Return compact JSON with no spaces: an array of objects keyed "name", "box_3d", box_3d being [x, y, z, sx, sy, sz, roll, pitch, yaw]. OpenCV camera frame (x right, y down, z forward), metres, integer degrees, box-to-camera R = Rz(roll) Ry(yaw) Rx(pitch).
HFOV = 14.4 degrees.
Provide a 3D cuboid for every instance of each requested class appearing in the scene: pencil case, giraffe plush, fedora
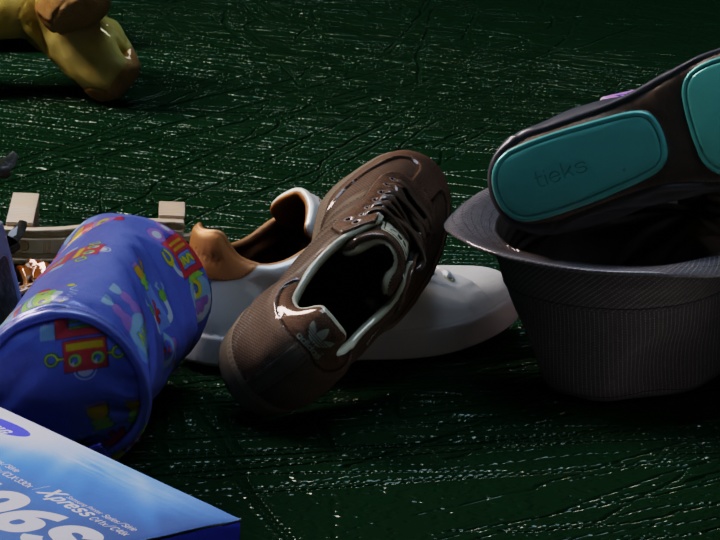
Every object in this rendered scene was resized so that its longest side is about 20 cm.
[{"name":"pencil case","box_3d":[-0.120,0.033,1.305,0.078,0.087,0.200,-21,11,10]},{"name":"giraffe plush","box_3d":[-0.277,-0.195,2.092,0.162,0.201,0.173,-29,23,-5]},{"name":"fedora","box_3d":[0.135,0.008,1.433,0.176,0.091,0.200,8,22,24]}]

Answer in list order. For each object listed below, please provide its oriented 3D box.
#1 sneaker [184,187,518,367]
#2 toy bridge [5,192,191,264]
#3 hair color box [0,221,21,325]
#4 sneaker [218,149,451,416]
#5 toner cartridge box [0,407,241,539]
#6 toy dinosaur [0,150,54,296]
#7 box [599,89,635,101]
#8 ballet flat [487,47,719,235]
[{"name":"sneaker","box_3d":[0.000,0.000,1.461,0.199,0.085,0.073,-5,14,-33]},{"name":"toy bridge","box_3d":[-0.193,-0.023,1.630,0.199,0.027,0.067,2,16,-3]},{"name":"hair color box","box_3d":[-0.268,0.016,1.317,0.199,0.061,0.099,8,42,20]},{"name":"sneaker","box_3d":[0.008,-0.001,1.381,0.075,0.070,0.200,-32,15,43]},{"name":"toner cartridge box","box_3d":[-0.143,0.098,1.121,0.095,0.043,0.200,-7,17,-39]},{"name":"toy dinosaur","box_3d":[-0.205,0.007,1.425,0.199,0.102,0.136,12,34,-21]},{"name":"box","box_3d":[0.269,-0.054,1.703,0.199,0.097,0.176,12,17,36]},{"name":"ballet flat","box_3d":[0.158,-0.065,1.363,0.199,0.073,0.073,-16,8,18]}]
